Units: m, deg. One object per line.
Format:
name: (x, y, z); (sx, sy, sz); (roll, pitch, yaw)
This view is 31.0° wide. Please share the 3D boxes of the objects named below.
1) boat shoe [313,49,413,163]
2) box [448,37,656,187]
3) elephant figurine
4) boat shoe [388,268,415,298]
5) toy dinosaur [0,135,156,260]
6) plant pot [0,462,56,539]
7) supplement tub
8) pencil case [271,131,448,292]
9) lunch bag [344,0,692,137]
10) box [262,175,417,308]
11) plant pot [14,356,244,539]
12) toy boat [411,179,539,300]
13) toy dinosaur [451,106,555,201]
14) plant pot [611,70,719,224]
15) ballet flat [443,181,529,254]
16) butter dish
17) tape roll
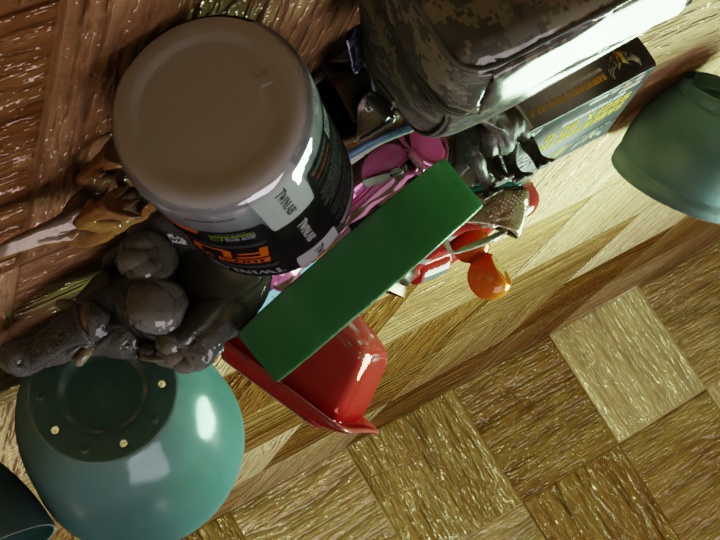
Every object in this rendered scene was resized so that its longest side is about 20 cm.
boat shoe: (0.009, -0.127, 0.926); (0.200, 0.072, 0.072); (-37, 165, 24)
box: (0.186, -0.150, 1.317); (0.200, 0.048, 0.158); (-28, 166, -18)
elephant figurine: (-0.169, 0.025, 1.023); (0.200, 0.155, 0.142); (-31, -144, 52)
boat shoe: (0.004, -0.024, 1.342); (0.071, 0.070, 0.200); (-69, 157, -2)
toy dinosaur: (-0.184, -0.032, 0.855); (0.200, 0.061, 0.106); (-23, 166, -35)
plant pot: (-0.392, 0.220, 1.153); (0.200, 0.135, 0.200); (-30, 167, -8)
supplement tub: (-0.071, -0.067, 0.819); (0.122, 0.123, 0.200); (-32, 163, 0)
pencil case: (-0.023, -0.059, 1.065); (0.091, 0.094, 0.200); (31, 122, -33)
lunch bag: (0.096, -0.173, 0.800); (0.200, 0.140, 0.168); (-29, 167, -10)
box: (-0.020, -0.033, 1.171); (0.200, 0.082, 0.049); (-34, 132, 7)
plant pot: (-0.208, 0.128, 1.129); (0.200, 0.201, 0.161); (-29, 159, -11)
toy boat: (0.126, -0.027, 1.452); (0.130, 0.131, 0.200); (-21, 165, -41)
toy dinosaur: (0.116, -0.124, 1.167); (0.077, 0.103, 0.200); (-23, 176, -5)
plant pot: (0.426, -0.161, 1.590); (0.200, 0.200, 0.135); (-17, 133, -50)
ballet flat: (0.072, -0.047, 1.258); (0.199, 0.066, 0.071); (-6, -176, -12)
butter dish: (-0.044, 0.075, 1.410); (0.148, 0.200, 0.199); (-56, 166, 0)
tape roll: (0.000, 0.000, 0.952); (0.200, 0.048, 0.200); (-40, 180, 0)
